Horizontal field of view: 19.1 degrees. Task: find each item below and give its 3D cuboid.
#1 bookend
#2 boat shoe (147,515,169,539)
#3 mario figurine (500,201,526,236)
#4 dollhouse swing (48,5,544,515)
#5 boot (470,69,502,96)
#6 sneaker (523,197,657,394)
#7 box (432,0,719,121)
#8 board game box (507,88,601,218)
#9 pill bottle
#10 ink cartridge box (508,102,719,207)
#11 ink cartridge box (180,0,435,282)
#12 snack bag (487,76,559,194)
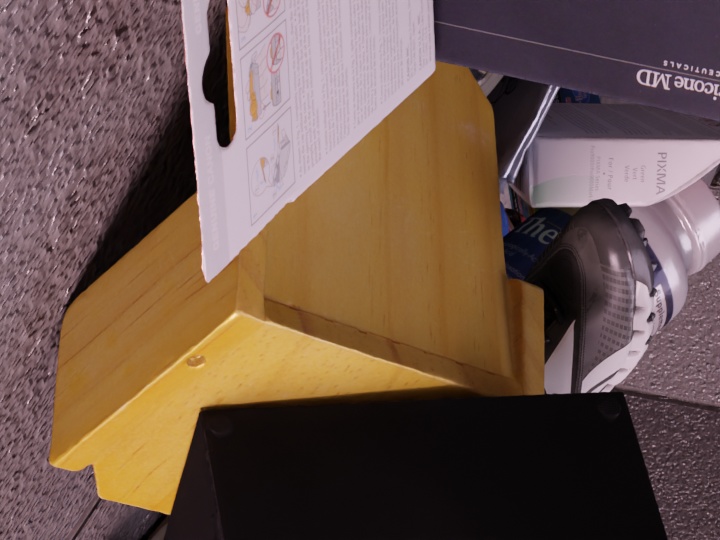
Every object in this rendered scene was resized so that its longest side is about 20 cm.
[{"bbox_3d":[0.011,0.150,0.990,0.201,0.197,0.093,111,-28,-51],"label":"bookend"},{"bbox_3d":[-0.076,0.155,1.309,0.200,0.064,0.072,-50,162,-46],"label":"boat shoe"},{"bbox_3d":[0.095,-0.033,1.511,0.124,0.106,0.200,-60,166,-6],"label":"mario figurine"},{"bbox_3d":[-0.034,-0.002,0.996,0.199,0.177,0.181,19,134,-43],"label":"dollhouse swing"},{"bbox_3d":[0.084,-0.200,1.179,0.204,0.073,0.154,-58,164,-24],"label":"boot"},{"bbox_3d":[0.083,0.045,1.061,0.090,0.067,0.201,-15,147,-27],"label":"sneaker"},{"bbox_3d":[0.110,-0.180,0.937,0.104,0.199,0.183,-43,143,-58],"label":"box"},{"bbox_3d":[0.148,-0.065,1.608,0.200,0.047,0.152,94,-10,-63],"label":"board game box"},{"bbox_3d":[0.141,0.010,1.396,0.200,0.111,0.111,-37,159,-19],"label":"pill bottle"},{"bbox_3d":[0.187,-0.075,1.352,0.161,0.198,0.051,-119,-148,-76],"label":"ink cartridge box"},{"bbox_3d":[-0.033,-0.115,0.839,0.200,0.057,0.164,-42,138,-46],"label":"ink cartridge box"},{"bbox_3d":[0.105,-0.143,1.336,0.201,0.021,0.189,-63,-168,-2],"label":"snack bag"}]
